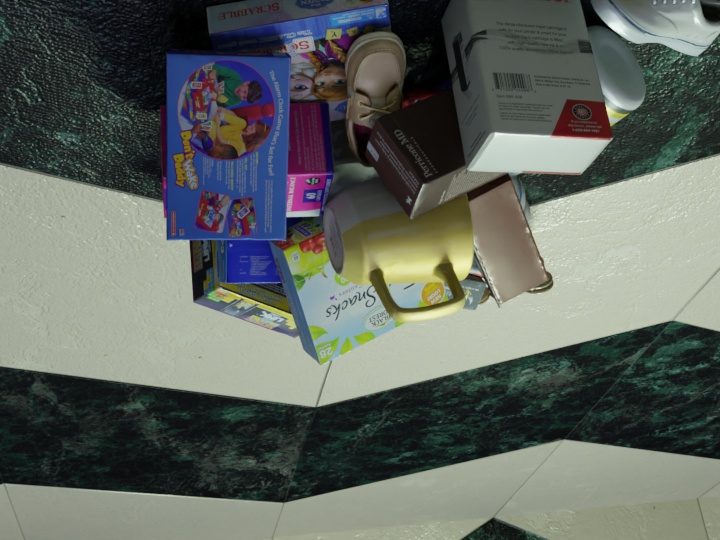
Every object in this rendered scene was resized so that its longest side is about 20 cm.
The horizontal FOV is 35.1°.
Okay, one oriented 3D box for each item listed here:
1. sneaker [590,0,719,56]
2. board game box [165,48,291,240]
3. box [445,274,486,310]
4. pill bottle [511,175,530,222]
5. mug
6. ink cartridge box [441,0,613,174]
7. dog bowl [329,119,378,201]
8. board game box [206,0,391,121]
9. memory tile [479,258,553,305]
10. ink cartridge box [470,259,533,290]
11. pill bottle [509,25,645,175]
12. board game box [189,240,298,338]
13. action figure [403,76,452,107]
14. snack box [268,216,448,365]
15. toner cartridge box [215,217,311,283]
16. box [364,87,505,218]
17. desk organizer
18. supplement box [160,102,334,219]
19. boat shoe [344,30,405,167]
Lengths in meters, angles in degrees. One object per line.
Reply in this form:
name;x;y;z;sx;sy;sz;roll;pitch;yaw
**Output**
sneaker;0.342;-0.300;1.290;0.198;0.074;0.071;2;144;-39
board game box;-0.145;-0.135;1.242;0.132;0.203;0.045;0;-164;-10
box;0.063;-0.012;1.653;0.198;0.158;0.052;12;112;-31
pill bottle;0.158;-0.106;1.548;0.111;0.114;0.200;-20;152;22
mug;0.044;-0.043;1.339;0.151;0.187;0.152;-10;114;-15
ink cartridge box;0.178;-0.214;1.251;0.142;0.203;0.084;1;156;-17
dog bowl;-0.020;-0.123;1.523;0.197;0.059;0.201;-6;153;-3
board game box;-0.058;-0.239;1.304;0.197;0.042;0.200;-9;153;3
memory tile;0.185;0.004;1.742;0.197;0.154;0.017;-12;121;-1
ink cartridge box;0.163;-0.018;1.644;0.160;0.051;0.200;15;179;-2
pill bottle;0.240;-0.199;1.392;0.111;0.113;0.199;14;145;-37
board game box;-0.148;-0.013;1.579;0.056;0.167;0.199;-25;148;33
action figure;0.109;-0.216;1.397;0.198;0.052;0.065;-24;154;31
snack box;0.000;0.000;1.464;0.198;0.068;0.171;-24;115;-17
toner cartridge box;-0.089;-0.033;1.483;0.197;0.097;0.043;0;-178;-27
box;0.114;-0.150;1.297;0.198;0.101;0.075;-27;158;-24
desk organizer;0.171;-0.052;1.448;0.076;0.072;0.201;-26;135;3
supplement box;-0.136;-0.129;1.342;0.197;0.105;0.102;-1;154;-8
boat shoe;0.019;-0.190;1.299;0.073;0.070;0.201;-7;153;-5
